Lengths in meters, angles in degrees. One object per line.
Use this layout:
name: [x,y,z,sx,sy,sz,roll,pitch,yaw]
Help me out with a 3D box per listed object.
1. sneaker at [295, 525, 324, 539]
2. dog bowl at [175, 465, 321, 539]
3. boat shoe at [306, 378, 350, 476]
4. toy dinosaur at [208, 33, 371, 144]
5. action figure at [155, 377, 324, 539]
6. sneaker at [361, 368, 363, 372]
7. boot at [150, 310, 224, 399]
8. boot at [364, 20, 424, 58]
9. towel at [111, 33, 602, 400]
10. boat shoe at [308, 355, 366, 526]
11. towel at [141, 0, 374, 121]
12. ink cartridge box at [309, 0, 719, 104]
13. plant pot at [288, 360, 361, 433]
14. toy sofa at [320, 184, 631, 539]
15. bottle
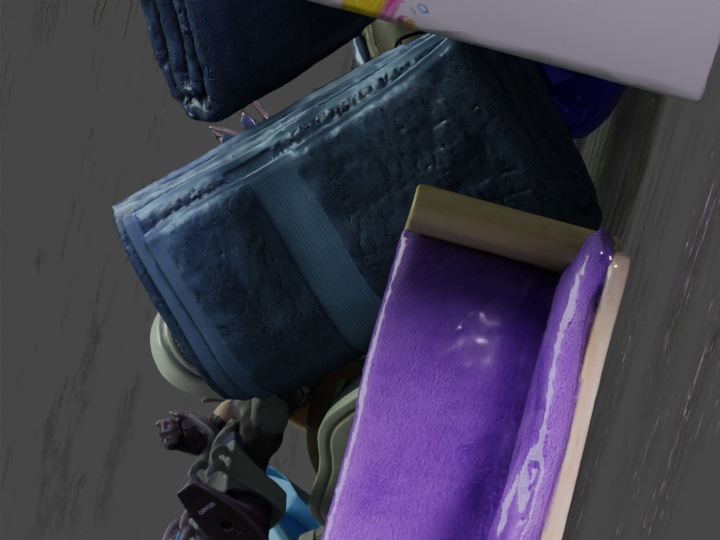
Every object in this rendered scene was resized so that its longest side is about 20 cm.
sneaker: [-0.023,0.160,1.011,0.200,0.075,0.082,-28,-25,-42]
dog bowl: [-0.038,0.202,1.141,0.112,0.049,0.200,-51,47,13]
boat shoe: [0.027,0.122,1.124,0.200,0.068,0.072,54,-140,-63]
toy dinosaur: [-0.019,-0.065,1.109,0.201,0.105,0.181,66,-164,11]
action figure: [-0.056,0.078,1.008,0.130,0.069,0.200,-49,16,33]
sneaker: [0.056,-0.008,1.050,0.076,0.077,0.201,103,-177,-56]
boot: [0.000,0.000,0.926,0.073,0.199,0.090,65,151,13]
boot: [0.050,-0.117,1.022,0.097,0.074,0.201,79,167,-60]
towel: [-0.003,-0.021,0.831,0.199,0.112,0.049,-27,8,25]
boat shoe: [0.022,0.071,0.911,0.200,0.074,0.062,102,-173,-62]
towel: [-0.018,-0.155,0.870,0.200,0.048,0.112,-37,-50,-35]
ink cartridge box: [0.038,-0.168,0.656,0.145,0.199,0.145,-75,1,-63]
plant pot: [0.021,-0.019,1.217,0.200,0.186,0.187,-57,-9,-32]
toy sofa: [0.034,0.074,0.721,0.098,0.082,0.201,101,-176,-79]
bottle: [0.095,-0.128,0.908,0.200,0.065,0.084,-75,6,-66]
